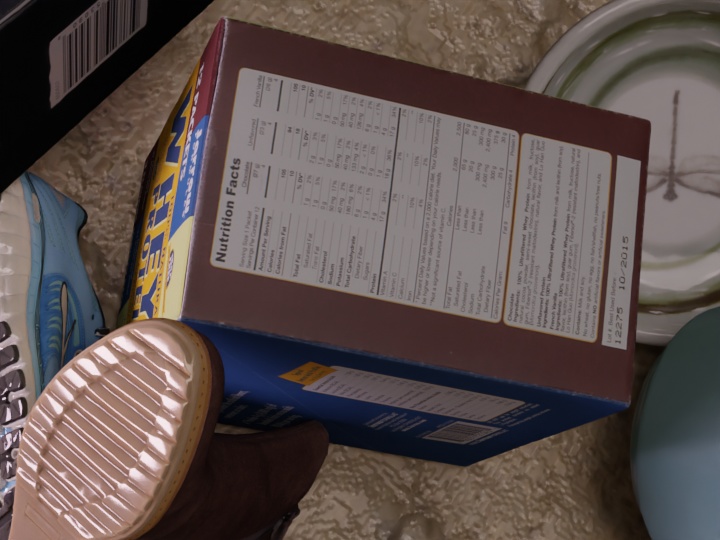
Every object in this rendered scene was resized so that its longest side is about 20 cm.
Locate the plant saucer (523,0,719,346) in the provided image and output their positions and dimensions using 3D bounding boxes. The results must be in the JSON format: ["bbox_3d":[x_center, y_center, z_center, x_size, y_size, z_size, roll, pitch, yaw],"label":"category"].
[{"bbox_3d":[0.175,-0.060,0.866,0.200,0.050,0.201,-1,103,-3],"label":"plant saucer"}]

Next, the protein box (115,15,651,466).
[{"bbox_3d":[0.000,0.000,0.737,0.200,0.199,0.135,12,72,-14],"label":"protein box"}]

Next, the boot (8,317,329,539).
[{"bbox_3d":[-0.072,0.083,0.681,0.072,0.200,0.166,45,34,21],"label":"boot"}]

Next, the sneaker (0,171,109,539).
[{"bbox_3d":[-0.151,0.039,0.737,0.090,0.078,0.200,21,57,-46],"label":"sneaker"}]

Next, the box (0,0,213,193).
[{"bbox_3d":[-0.191,-0.165,0.719,0.196,0.124,0.200,36,60,11],"label":"box"}]

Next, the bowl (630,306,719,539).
[{"bbox_3d":[0.216,0.094,0.813,0.201,0.105,0.201,-4,96,-45],"label":"bowl"}]
